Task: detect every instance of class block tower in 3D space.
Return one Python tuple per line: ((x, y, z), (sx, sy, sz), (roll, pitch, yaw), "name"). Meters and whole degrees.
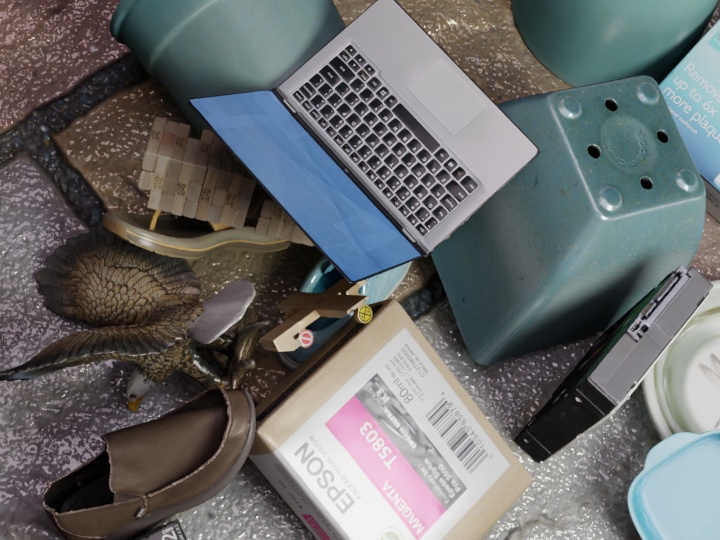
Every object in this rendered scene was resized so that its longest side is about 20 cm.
((-0.078, -0.066, 1.113), (0.197, 0.054, 0.058), (14, 38, -8), "block tower")

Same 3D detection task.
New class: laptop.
((0.008, -0.109, 1.049), (0.200, 0.116, 0.187), (-41, 78, -7), "laptop")

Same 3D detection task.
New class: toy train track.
((0.005, 0.016, 1.117), (0.199, 0.114, 0.033), (-36, 109, -26), "toy train track")

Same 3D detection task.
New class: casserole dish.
((0.309, 0.225, 1.171), (0.120, 0.039, 0.201), (-33, 93, 5), "casserole dish")

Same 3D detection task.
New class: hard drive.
((0.209, 0.082, 1.149), (0.038, 0.200, 0.140), (41, 67, 7), "hard drive")

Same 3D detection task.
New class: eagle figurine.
((-0.185, 0.053, 1.125), (0.198, 0.152, 0.153), (23, 87, -7), "eagle figurine")

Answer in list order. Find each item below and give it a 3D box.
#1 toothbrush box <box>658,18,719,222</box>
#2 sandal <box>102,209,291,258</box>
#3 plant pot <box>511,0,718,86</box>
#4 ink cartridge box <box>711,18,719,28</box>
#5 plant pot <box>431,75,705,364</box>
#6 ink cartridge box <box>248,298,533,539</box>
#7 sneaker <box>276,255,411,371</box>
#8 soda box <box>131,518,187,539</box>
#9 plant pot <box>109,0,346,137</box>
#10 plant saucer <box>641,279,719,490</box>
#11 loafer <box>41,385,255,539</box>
((0.372, -0.164, 1.307), (0.146, 0.085, 0.200), (44, 86, 7), "toothbrush box")
((-0.135, -0.047, 1.159), (0.199, 0.080, 0.055), (-3, 109, -46), "sandal")
((0.263, -0.295, 1.324), (0.198, 0.161, 0.203), (4, 69, -10), "plant pot")
((0.465, -0.237, 1.405), (0.163, 0.057, 0.200), (45, 64, 7), "ink cartridge box")
((0.184, -0.062, 1.182), (0.194, 0.200, 0.198), (-13, 72, -27), "plant pot")
((0.020, 0.153, 1.126), (0.165, 0.075, 0.201), (-43, 100, -23), "ink cartridge box")
((0.000, 0.000, 1.203), (0.073, 0.082, 0.201), (31, 67, 1), "sneaker")
((-0.132, 0.302, 1.068), (0.063, 0.071, 0.202), (-21, 75, -19), "soda box")
((-0.086, -0.179, 1.205), (0.199, 0.200, 0.197), (-31, 86, -20), "plant pot")
((0.343, 0.110, 1.246), (0.197, 0.050, 0.203), (4, 68, -10), "plant saucer")
((-0.167, 0.154, 1.064), (0.199, 0.071, 0.073), (-37, 47, 13), "loafer")
